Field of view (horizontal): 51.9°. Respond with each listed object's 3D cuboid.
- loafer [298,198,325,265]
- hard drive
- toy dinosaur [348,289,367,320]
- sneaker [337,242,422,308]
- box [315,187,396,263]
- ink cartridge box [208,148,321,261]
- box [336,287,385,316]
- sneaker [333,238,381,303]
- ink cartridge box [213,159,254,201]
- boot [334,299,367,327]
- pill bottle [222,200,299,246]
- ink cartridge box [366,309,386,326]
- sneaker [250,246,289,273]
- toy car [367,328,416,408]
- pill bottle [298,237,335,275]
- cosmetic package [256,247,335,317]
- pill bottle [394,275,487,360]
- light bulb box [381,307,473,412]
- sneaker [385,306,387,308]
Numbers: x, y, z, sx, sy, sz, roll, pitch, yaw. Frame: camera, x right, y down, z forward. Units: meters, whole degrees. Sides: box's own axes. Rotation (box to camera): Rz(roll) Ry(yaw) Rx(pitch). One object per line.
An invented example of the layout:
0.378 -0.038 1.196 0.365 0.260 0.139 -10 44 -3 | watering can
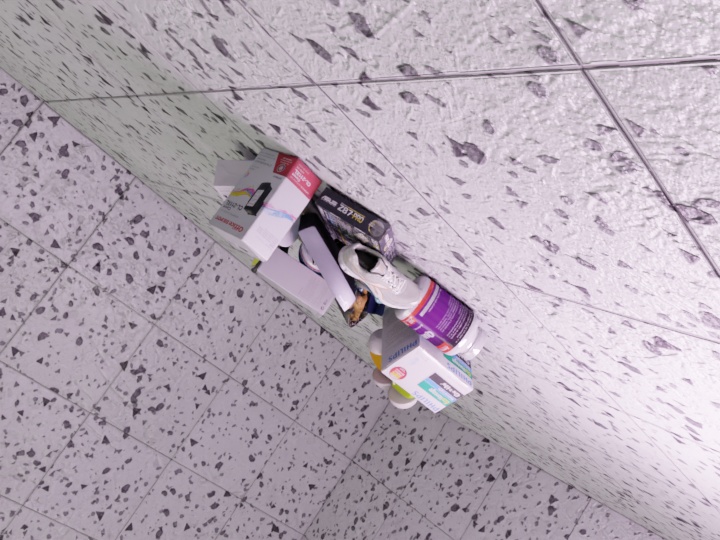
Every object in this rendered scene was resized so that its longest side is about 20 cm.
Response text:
-0.109 -0.083 1.679 0.075 0.069 0.201 -112 0 -54 | loafer
-0.068 -0.024 1.588 0.201 0.042 0.135 61 -171 -18 | hard drive
-0.003 0.066 1.731 0.060 0.108 0.200 -1 161 1 | toy dinosaur
0.046 0.012 1.522 0.199 0.076 0.092 32 165 -8 | sneaker
-0.006 -0.084 1.551 0.160 0.049 0.200 34 170 15 | box
-0.194 -0.135 1.500 0.145 0.201 0.083 23 165 48 | ink cartridge box
0.008 0.036 1.838 0.032 0.123 0.199 13 -179 -31 | box
0.000 0.000 1.675 0.200 0.077 0.087 45 137 33 | sneaker
-0.253 -0.183 1.724 0.114 0.068 0.200 2 162 10 | ink cartridge box
-0.058 0.079 2.001 0.072 0.183 0.201 -2 -136 -40 | boot
-0.250 -0.127 1.858 0.198 0.110 0.110 18 162 36 | pill bottle
0.074 0.107 2.039 0.199 0.085 0.146 28 167 32 | ink cartridge box
-0.227 -0.076 1.945 0.076 0.200 0.075 47 -164 23 | sneaker
0.114 0.242 1.924 0.200 0.149 0.177 45 150 48 | toy car
-0.101 -0.044 1.861 0.108 0.109 0.200 36 170 -3 | pill bottle
-0.158 0.029 1.843 0.199 0.082 0.113 36 170 -4 | cosmetic package
0.181 0.109 1.635 0.199 0.113 0.112 37 169 -8 | pill bottle
0.157 0.190 1.765 0.198 0.124 0.201 39 -149 -25 | light bulb box
0.039 0.044 1.883 0.074 0.083 0.200 37 171 -23 | sneaker
